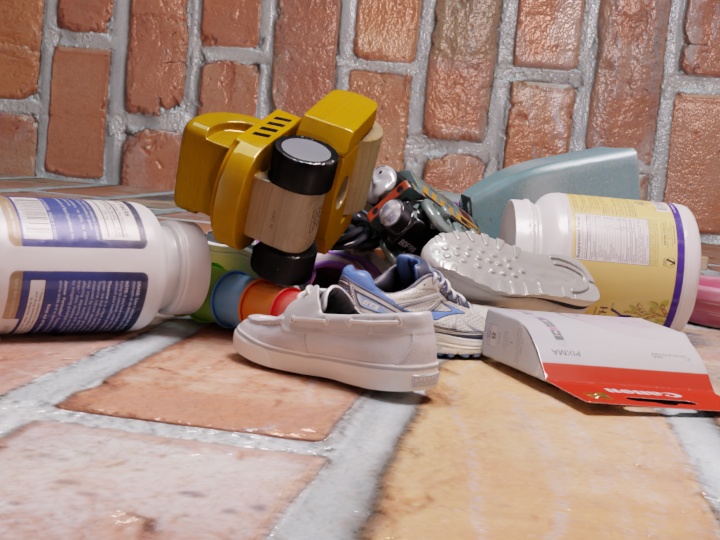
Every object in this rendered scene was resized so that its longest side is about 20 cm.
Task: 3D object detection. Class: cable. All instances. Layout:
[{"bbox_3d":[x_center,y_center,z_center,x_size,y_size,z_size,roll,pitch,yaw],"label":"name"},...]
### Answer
[{"bbox_3d":[-0.053,-0.051,1.216,0.161,0.051,0.200,17,13,-16],"label":"cable"}]

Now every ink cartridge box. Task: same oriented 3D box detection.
[{"bbox_3d":[0.212,0.071,0.973,0.160,0.058,0.200,5,1,-18],"label":"ink cartridge box"}]

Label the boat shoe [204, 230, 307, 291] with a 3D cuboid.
[{"bbox_3d":[-0.110,0.000,1.142,0.199,0.077,0.060,24,30,39],"label":"boat shoe"}]

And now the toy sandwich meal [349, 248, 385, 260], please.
[{"bbox_3d":[0.000,0.000,1.347,0.202,0.071,0.205,5,6,-1],"label":"toy sandwich meal"}]

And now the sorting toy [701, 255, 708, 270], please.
[{"bbox_3d":[0.363,-0.003,1.692,0.197,0.071,0.199,4,6,-13],"label":"sorting toy"}]

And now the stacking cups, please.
[{"bbox_3d":[-0.102,0.033,1.052,0.060,0.062,0.198,-1,12,-45],"label":"stacking cups"}]

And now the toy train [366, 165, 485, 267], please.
[{"bbox_3d":[0.076,-0.035,1.214,0.199,0.085,0.115,32,23,-44],"label":"toy train"}]

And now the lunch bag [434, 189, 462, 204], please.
[{"bbox_3d":[0.073,-0.052,1.679,0.197,0.124,0.170,-7,13,-24],"label":"lunch bag"}]

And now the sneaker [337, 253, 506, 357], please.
[{"bbox_3d":[0.061,0.030,1.051,0.198,0.087,0.077,2,7,-35],"label":"sneaker"}]

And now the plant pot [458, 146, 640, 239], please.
[{"bbox_3d":[0.226,-0.043,1.447,0.197,0.199,0.196,-6,6,-1],"label":"plant pot"}]

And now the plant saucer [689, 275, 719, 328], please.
[{"bbox_3d":[0.473,0.042,1.458,0.197,0.052,0.201,5,5,-1],"label":"plant saucer"}]

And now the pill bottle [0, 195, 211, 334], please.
[{"bbox_3d":[-0.232,-0.004,0.992,0.198,0.113,0.110,1,7,-36],"label":"pill bottle"}]

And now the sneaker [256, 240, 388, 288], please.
[{"bbox_3d":[-0.069,0.009,1.210,0.197,0.082,0.089,7,14,9],"label":"sneaker"}]

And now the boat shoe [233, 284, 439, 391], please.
[{"bbox_3d":[-0.023,0.046,0.904,0.071,0.070,0.198,0,6,-42],"label":"boat shoe"}]

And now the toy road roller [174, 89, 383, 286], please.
[{"bbox_3d":[-0.077,-0.091,1.054,0.144,0.124,0.200,22,30,12],"label":"toy road roller"}]

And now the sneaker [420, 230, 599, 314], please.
[{"bbox_3d":[0.139,0.022,1.157,0.198,0.081,0.077,16,45,-24],"label":"sneaker"}]

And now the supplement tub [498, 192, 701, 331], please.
[{"bbox_3d":[0.254,-0.007,1.278,0.197,0.148,0.145,5,6,-2],"label":"supplement tub"}]

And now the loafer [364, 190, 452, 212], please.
[{"bbox_3d":[0.020,-0.066,1.353,0.197,0.077,0.067,10,2,2],"label":"loafer"}]
